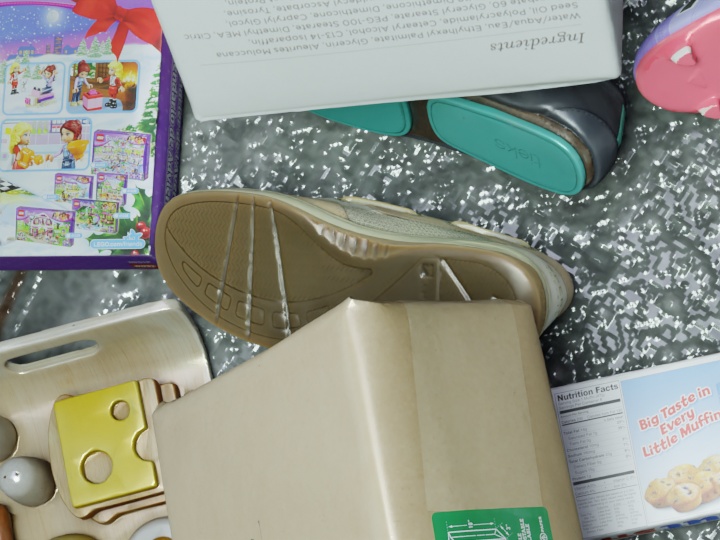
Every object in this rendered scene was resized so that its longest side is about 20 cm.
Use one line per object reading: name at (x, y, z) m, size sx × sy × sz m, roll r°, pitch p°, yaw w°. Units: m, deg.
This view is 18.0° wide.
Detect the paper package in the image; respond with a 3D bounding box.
paper package at (0.005, 0.127, 0.962) m, size 0.103 × 0.191 × 0.201 m, roll -1°, pitch 73°, yaw -31°

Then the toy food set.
toy food set at (-0.131, 0.125, 1.067) m, size 0.143 × 0.060 × 0.201 m, roll -15°, pitch 76°, yaw 11°

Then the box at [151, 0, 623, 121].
box at (0.014, -0.186, 1.020) m, size 0.199 × 0.131 × 0.199 m, roll -5°, pitch 46°, yaw 13°

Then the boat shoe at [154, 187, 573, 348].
boat shoe at (0.000, 0.000, 1.061) m, size 0.199 × 0.065 × 0.072 m, roll 9°, pitch 104°, yaw 23°

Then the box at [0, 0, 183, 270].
box at (-0.187, -0.070, 1.134) m, size 0.199 × 0.039 × 0.137 m, roll 0°, pitch 80°, yaw 15°

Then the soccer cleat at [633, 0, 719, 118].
soccer cleat at (0.214, -0.137, 1.044) m, size 0.200 × 0.067 × 0.077 m, roll -28°, pitch 42°, yaw 13°

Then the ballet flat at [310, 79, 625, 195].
ballet flat at (0.037, -0.093, 1.075) m, size 0.199 × 0.073 × 0.073 m, roll 21°, pitch 84°, yaw 23°

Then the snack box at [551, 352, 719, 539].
snack box at (0.157, 0.075, 1.024) m, size 0.199 × 0.024 × 0.072 m, roll -13°, pitch 75°, yaw 11°
